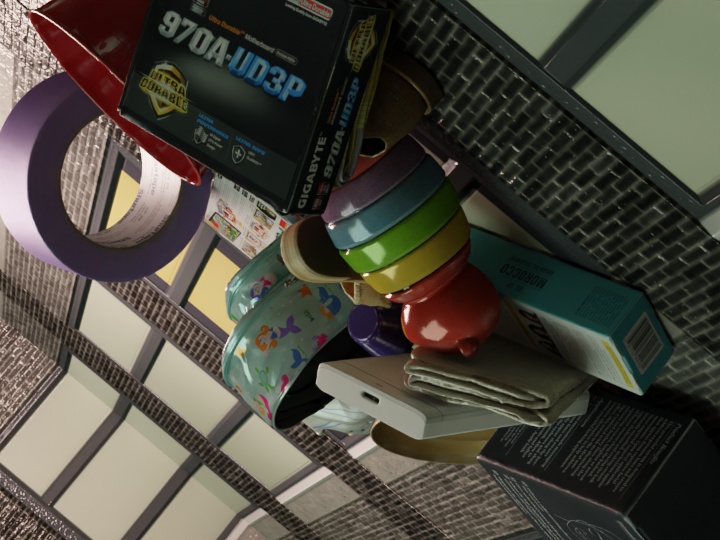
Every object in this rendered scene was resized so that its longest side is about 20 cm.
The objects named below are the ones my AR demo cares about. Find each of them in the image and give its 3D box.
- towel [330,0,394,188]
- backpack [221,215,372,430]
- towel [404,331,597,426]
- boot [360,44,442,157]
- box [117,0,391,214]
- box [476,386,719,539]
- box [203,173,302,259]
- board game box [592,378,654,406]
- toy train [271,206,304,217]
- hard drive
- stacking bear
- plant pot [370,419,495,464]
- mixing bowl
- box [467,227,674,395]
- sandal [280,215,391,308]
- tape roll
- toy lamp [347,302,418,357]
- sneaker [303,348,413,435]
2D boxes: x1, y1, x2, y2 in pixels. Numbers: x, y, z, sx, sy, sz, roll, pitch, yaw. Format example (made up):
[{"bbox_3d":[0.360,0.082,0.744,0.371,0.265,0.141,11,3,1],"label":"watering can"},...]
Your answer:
[{"bbox_3d":[-0.060,-0.152,1.444,0.023,0.145,0.199,1,-164,-46],"label":"towel"},{"bbox_3d":[-0.043,0.046,1.772,0.150,0.200,0.178,39,165,12],"label":"backpack"},{"bbox_3d":[0.120,0.083,1.586,0.132,0.035,0.200,16,-166,19],"label":"towel"},{"bbox_3d":[-0.036,-0.151,1.467,0.199,0.076,0.074,30,163,34],"label":"boot"},{"bbox_3d":[-0.082,-0.151,1.411,0.200,0.160,0.046,32,-160,36],"label":"box"},{"bbox_3d":[0.226,0.190,1.664,0.200,0.107,0.149,17,152,53],"label":"box"},{"bbox_3d":[-0.100,-0.056,1.923,0.110,0.035,0.200,39,164,2],"label":"box"},{"bbox_3d":[0.214,0.116,1.719,0.200,0.019,0.103,36,162,13],"label":"board game box"},{"bbox_3d":[-0.122,-0.118,1.793,0.200,0.046,0.034,39,176,13],"label":"toy train"},{"bbox_3d":[0.080,0.100,1.615,0.199,0.027,0.132,-3,-161,-43],"label":"hard drive"},{"bbox_3d":[0.037,-0.021,1.522,0.201,0.113,0.122,56,-161,-13],"label":"stacking bear"},{"bbox_3d":[0.109,0.148,1.859,0.199,0.028,0.200,0,158,0],"label":"plant pot"},{"bbox_3d":[-0.169,-0.179,1.599,0.200,0.108,0.200,43,171,8],"label":"mixing bowl"},{"bbox_3d":[0.156,0.030,1.567,0.199,0.049,0.082,23,157,43],"label":"box"},{"bbox_3d":[-0.001,-0.006,1.624,0.069,0.078,0.211,-20,160,42],"label":"sandal"},{"bbox_3d":[-0.249,-0.093,1.859,0.085,0.200,0.200,17,152,53],"label":"tape roll"},{"bbox_3d":[0.057,0.061,1.720,0.058,0.059,0.200,27,-173,35],"label":"toy lamp"},{"bbox_3d":[0.007,0.119,1.894,0.199,0.075,0.087,-17,121,45],"label":"sneaker"}]
